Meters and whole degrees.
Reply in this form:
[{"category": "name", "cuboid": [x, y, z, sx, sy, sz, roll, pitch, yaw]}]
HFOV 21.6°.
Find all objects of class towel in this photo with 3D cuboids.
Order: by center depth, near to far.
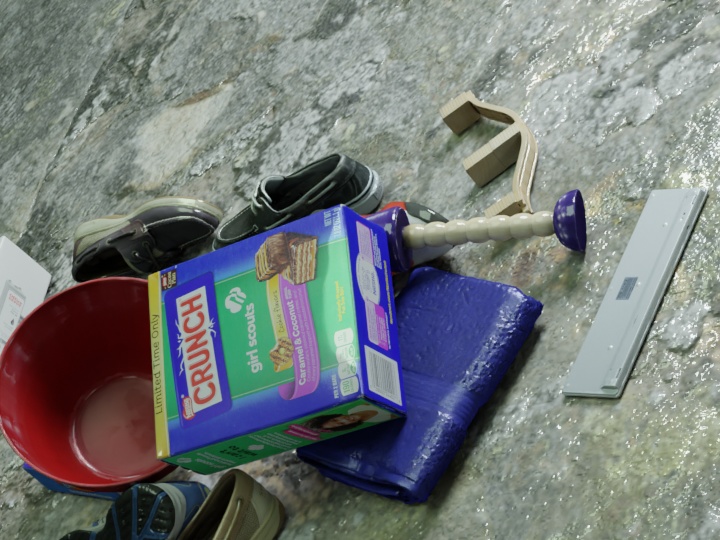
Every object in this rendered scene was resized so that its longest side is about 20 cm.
[{"category": "towel", "cuboid": [0.051, 0.095, 1.544, 0.147, 0.050, 0.200, 14, 64, 45]}]

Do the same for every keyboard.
[{"category": "keyboard", "cuboid": [0.216, 0.015, 1.483, 0.056, 0.011, 0.200, -6, 49, 50]}]

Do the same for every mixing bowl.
[{"category": "mixing bowl", "cuboid": [-0.215, 0.119, 1.674, 0.199, 0.108, 0.201, -2, 61, 4]}]

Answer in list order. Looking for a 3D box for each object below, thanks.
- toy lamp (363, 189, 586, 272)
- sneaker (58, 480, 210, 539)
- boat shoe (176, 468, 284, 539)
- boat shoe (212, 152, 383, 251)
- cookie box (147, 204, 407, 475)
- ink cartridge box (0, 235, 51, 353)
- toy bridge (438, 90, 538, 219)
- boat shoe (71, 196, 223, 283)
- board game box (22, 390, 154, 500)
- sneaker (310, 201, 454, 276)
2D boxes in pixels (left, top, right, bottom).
[{"category": "toy lamp", "cuboid": [0.086, -0.031, 1.573, 0.199, 0.058, 0.058, -4, 47, 18]}, {"category": "sneaker", "cuboid": [-0.201, 0.242, 1.645, 0.200, 0.077, 0.076, -35, 75, 38]}, {"category": "boat shoe", "cuboid": [-0.147, 0.254, 1.565, 0.200, 0.065, 0.071, -54, 34, -14]}, {"category": "boat shoe", "cuboid": [-0.073, -0.066, 1.824, 0.200, 0.071, 0.072, -25, 38, 28]}, {"category": "cookie box", "cuboid": [-0.072, 0.060, 1.545, 0.200, 0.075, 0.172, -20, 62, 26]}, {"category": "ink cartridge box", "cuboid": [-0.434, 0.078, 2.050, 0.146, 0.083, 0.200, -21, 40, 32]}, {"category": "toy bridge", "cuboid": [0.125, -0.105, 1.692, 0.067, 0.027, 0.200, -36, 35, 12]}, {"category": "boat shoe", "cuboid": [-0.223, -0.027, 1.954, 0.200, 0.072, 0.065, -12, 58, 36]}, {"category": "board game box", "cuboid": [-0.219, 0.122, 1.803, 0.152, 0.045, 0.200, 0, 53, 47]}, {"category": "sneaker", "cuboid": [0.000, 0.001, 1.680, 0.201, 0.067, 0.108, 0, 54, 52]}]
